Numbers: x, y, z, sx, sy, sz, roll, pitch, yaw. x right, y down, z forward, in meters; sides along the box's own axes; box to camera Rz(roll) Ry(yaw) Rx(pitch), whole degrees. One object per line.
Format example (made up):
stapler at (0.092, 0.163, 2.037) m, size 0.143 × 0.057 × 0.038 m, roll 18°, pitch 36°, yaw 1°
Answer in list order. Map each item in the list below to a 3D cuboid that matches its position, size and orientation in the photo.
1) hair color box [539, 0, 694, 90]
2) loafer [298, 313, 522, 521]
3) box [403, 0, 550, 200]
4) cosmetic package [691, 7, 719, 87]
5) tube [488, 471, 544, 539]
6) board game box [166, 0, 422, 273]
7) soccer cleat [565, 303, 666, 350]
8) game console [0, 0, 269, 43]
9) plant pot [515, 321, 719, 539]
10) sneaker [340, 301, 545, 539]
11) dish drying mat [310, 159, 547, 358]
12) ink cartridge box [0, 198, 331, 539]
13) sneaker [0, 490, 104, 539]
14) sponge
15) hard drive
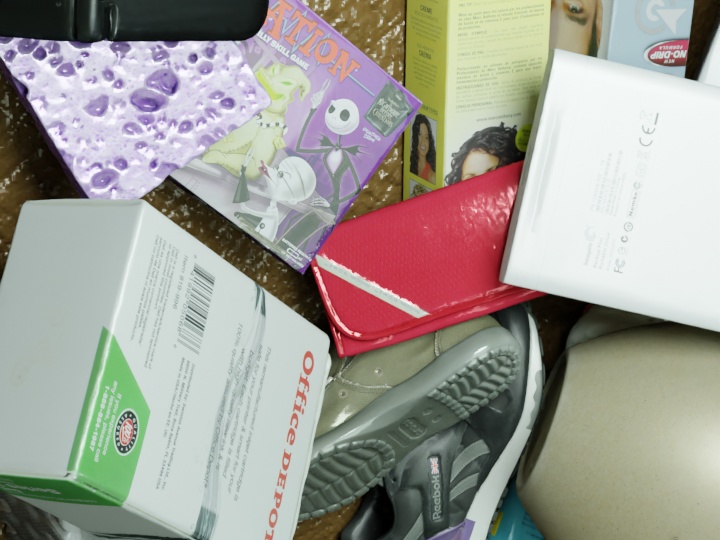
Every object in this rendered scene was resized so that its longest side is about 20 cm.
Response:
hair color box at (0.143, -0.192, 1.226) m, size 0.060 × 0.099 × 0.202 m, roll -6°, pitch 111°, yaw -29°
loafer at (-0.001, 0.079, 1.257) m, size 0.199 × 0.070 × 0.075 m, roll -31°, pitch 146°, yaw 3°
box at (0.067, -0.097, 1.246) m, size 0.075 × 0.050 × 0.202 m, roll -12°, pitch 113°, yaw -27°
cosmetic package at (0.231, -0.129, 1.278) m, size 0.051 × 0.151 × 0.201 m, roll 21°, pitch 98°, yaw 3°
tube at (0.092, 0.212, 1.383) m, size 0.077 × 0.050 × 0.201 m, roll 27°, pitch 88°, yaw -49°
board game box at (-0.074, -0.102, 1.153) m, size 0.200 × 0.032 × 0.120 m, roll 36°, pitch 83°, yaw -26°
soccer cleat at (0.224, 0.043, 1.378) m, size 0.199 × 0.077 × 0.070 m, roll -6°, pitch 111°, yaw -29°
game console at (-0.138, -0.216, 1.046) m, size 0.174 × 0.116 × 0.202 m, roll 5°, pitch 99°, yaw 11°
plant pot at (0.170, 0.113, 1.276) m, size 0.133 × 0.200 × 0.202 m, roll 19°, pitch 99°, yaw -1°
sneaker at (0.047, 0.103, 1.294) m, size 0.087 × 0.076 × 0.202 m, roll 8°, pitch 106°, yaw -27°
dish drying mat at (0.071, -0.015, 1.212) m, size 0.198 × 0.018 × 0.077 m, roll -18°, pitch 92°, yaw 1°
ink cartridge box at (-0.107, 0.067, 1.119) m, size 0.200 × 0.082 × 0.148 m, roll 39°, pitch 58°, yaw -53°
sneaker at (-0.147, 0.155, 1.206) m, size 0.082 × 0.075 × 0.201 m, roll -33°, pitch 133°, yaw -27°
sponge at (-0.141, -0.139, 1.085) m, size 0.111 × 0.030 × 0.201 m, roll -35°, pitch 110°, yaw -11°
hard drive at (0.188, -0.037, 1.193) m, size 0.198 × 0.027 × 0.133 m, roll 12°, pitch 92°, yaw -6°
